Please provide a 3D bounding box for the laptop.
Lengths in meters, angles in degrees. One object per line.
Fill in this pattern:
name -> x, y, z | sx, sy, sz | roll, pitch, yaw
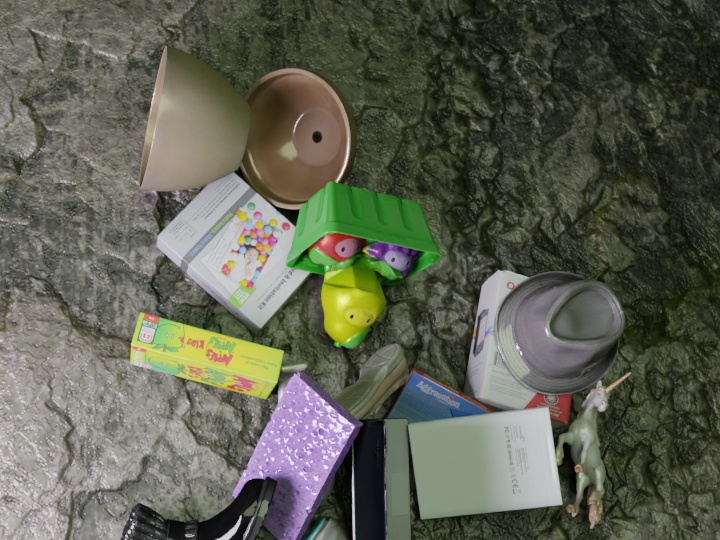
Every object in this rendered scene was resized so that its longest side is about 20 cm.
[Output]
laptop -> 0.047, 0.288, 1.265 | 0.199, 0.115, 0.191 | 9, 77, -51

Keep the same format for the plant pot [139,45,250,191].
plant pot -> -0.231, -0.203, 1.390 | 0.132, 0.200, 0.204 | 10, 69, -17

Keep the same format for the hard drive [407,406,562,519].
hard drive -> 0.172, 0.268, 1.359 | 0.196, 0.027, 0.134 | -9, 88, 10

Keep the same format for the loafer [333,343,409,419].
loafer -> 0.011, 0.184, 1.366 | 0.200, 0.071, 0.063 | -46, 114, -40

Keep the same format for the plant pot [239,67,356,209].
plant pot -> -0.082, -0.197, 1.455 | 0.202, 0.200, 0.092 | 55, 28, 9

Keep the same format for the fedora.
fedora -> 0.299, 0.078, 1.392 | 0.197, 0.090, 0.180 | -12, 76, -21

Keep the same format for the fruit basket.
fruit basket -> 0.000, 0.000, 1.392 | 0.213, 0.155, 0.219 | 14, 62, -29

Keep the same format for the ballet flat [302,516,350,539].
ballet flat -> -0.087, 0.412, 1.281 | 0.064, 0.067, 0.200 | 47, 67, -3

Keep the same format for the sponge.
sponge -> -0.084, 0.247, 1.274 | 0.111, 0.030, 0.202 | 35, 108, 24

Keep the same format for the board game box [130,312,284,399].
board game box -> -0.210, 0.118, 1.330 | 0.197, 0.102, 0.048 | 16, 67, -9

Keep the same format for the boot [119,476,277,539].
boot -> -0.214, 0.327, 1.240 | 0.156, 0.079, 0.213 | 31, 91, -3

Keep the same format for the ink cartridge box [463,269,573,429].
ink cartridge box -> 0.242, 0.122, 1.456 | 0.145, 0.086, 0.203 | 18, 66, -10

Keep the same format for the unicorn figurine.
unicorn figurine -> 0.326, 0.257, 1.404 | 0.073, 0.203, 0.137 | 13, 35, 23

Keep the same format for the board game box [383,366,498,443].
board game box -> 0.138, 0.227, 1.394 | 0.198, 0.104, 0.019 | 29, 22, -4

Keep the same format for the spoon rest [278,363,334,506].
spoon rest -> -0.087, 0.232, 1.355 | 0.098, 0.061, 0.204 | -4, 86, -18

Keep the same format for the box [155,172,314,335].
box -> -0.173, -0.030, 1.425 | 0.200, 0.041, 0.156 | 42, 66, 1
